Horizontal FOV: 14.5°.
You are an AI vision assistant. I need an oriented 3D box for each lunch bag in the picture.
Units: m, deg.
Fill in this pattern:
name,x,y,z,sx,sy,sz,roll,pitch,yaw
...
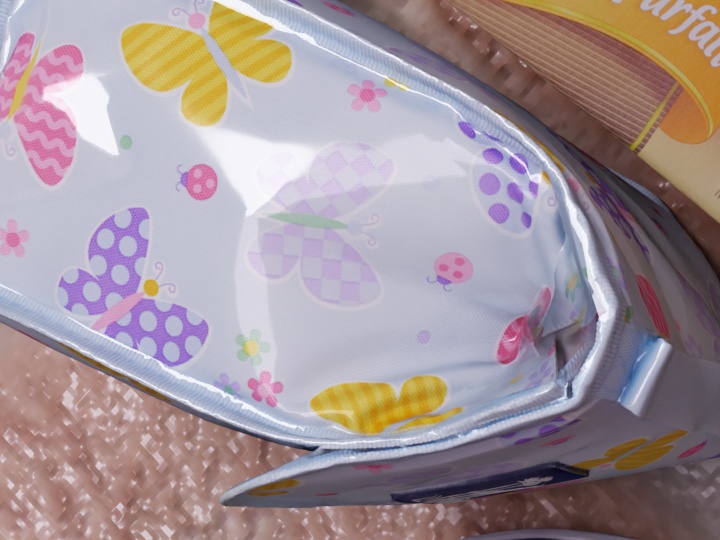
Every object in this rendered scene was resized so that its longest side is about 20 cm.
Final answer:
name,x,y,z,sx,sy,sz,roll,pitch,yaw
lunch bag,0.000,0.000,0.751,0.199,0.169,0.128,24,93,19

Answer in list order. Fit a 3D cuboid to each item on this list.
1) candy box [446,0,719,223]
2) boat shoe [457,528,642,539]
name,x,y,z,sx,sy,sz,roll,pitch,yaw
candy box,0.088,-0.092,0.724,0.200,0.055,0.116,37,101,-24
boat shoe,0.093,0.117,0.766,0.199,0.062,0.072,14,91,20
